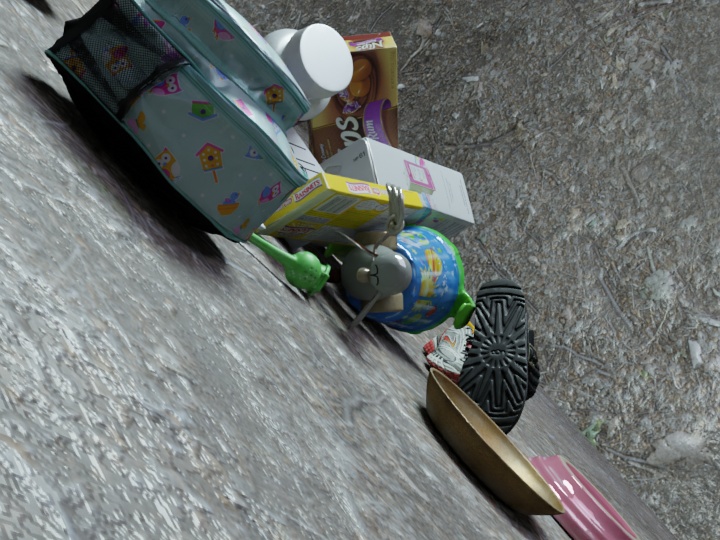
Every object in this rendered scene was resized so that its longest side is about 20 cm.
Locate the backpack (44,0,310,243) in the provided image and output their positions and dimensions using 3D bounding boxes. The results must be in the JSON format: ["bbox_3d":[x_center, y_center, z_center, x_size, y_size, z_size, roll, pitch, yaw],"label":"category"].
[{"bbox_3d":[-0.127,-0.126,0.914,0.200,0.153,0.176,54,2,16],"label":"backpack"}]

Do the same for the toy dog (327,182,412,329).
[{"bbox_3d":[0.000,0.000,1.213,0.200,0.096,0.133,91,-7,-69],"label":"toy dog"}]

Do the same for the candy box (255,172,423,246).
[{"bbox_3d":[-0.021,-0.064,1.238,0.200,0.102,0.027,5,62,-58],"label":"candy box"}]

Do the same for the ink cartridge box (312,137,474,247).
[{"bbox_3d":[0.027,-0.084,1.476,0.199,0.144,0.085,15,55,-46],"label":"ink cartridge box"}]

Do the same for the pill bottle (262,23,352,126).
[{"bbox_3d":[-0.104,-0.225,1.376,0.199,0.113,0.112,-16,-50,46],"label":"pill bottle"}]

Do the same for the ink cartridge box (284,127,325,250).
[{"bbox_3d":[-0.104,-0.131,1.300,0.200,0.044,0.094,54,33,-19],"label":"ink cartridge box"}]

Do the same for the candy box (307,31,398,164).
[{"bbox_3d":[-0.011,-0.204,1.482,0.057,0.116,0.201,-106,-168,-55],"label":"candy box"}]

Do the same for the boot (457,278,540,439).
[{"bbox_3d":[0.172,0.132,1.378,0.079,0.212,0.158,7,-30,15],"label":"boot"}]

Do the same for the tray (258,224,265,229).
[{"bbox_3d":[-0.176,-0.114,1.100,0.200,0.022,0.107,48,5,21],"label":"tray"}]

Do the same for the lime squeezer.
[{"bbox_3d":[-0.062,0.001,1.129,0.070,0.038,0.200,14,-8,25],"label":"lime squeezer"}]

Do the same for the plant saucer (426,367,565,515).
[{"bbox_3d":[0.129,0.185,1.174,0.200,0.035,0.200,46,5,-5],"label":"plant saucer"}]

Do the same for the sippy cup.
[{"bbox_3d":[0.045,0.011,1.383,0.130,0.177,0.141,-2,83,-69],"label":"sippy cup"}]

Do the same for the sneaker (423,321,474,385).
[{"bbox_3d":[0.135,0.112,1.526,0.078,0.082,0.200,46,7,-12],"label":"sneaker"}]

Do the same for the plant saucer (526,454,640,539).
[{"bbox_3d":[0.284,0.304,1.426,0.201,0.051,0.201,46,5,-5],"label":"plant saucer"}]

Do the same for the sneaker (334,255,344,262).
[{"bbox_3d":[-0.051,-0.066,1.561,0.200,0.076,0.105,44,21,5],"label":"sneaker"}]
